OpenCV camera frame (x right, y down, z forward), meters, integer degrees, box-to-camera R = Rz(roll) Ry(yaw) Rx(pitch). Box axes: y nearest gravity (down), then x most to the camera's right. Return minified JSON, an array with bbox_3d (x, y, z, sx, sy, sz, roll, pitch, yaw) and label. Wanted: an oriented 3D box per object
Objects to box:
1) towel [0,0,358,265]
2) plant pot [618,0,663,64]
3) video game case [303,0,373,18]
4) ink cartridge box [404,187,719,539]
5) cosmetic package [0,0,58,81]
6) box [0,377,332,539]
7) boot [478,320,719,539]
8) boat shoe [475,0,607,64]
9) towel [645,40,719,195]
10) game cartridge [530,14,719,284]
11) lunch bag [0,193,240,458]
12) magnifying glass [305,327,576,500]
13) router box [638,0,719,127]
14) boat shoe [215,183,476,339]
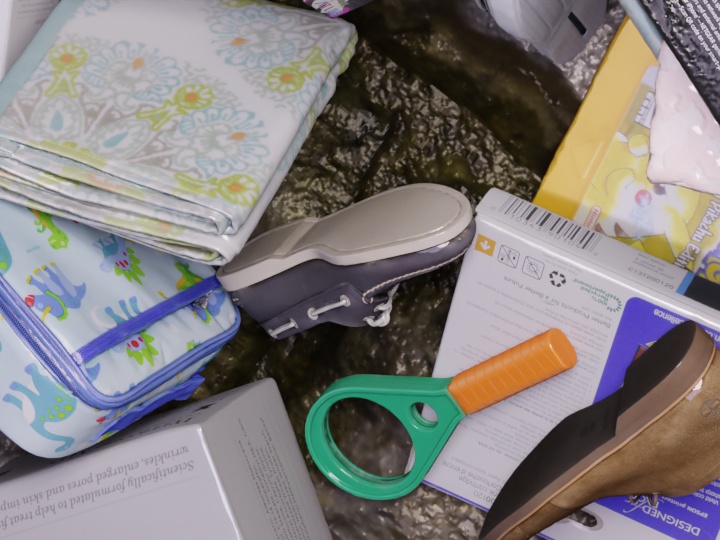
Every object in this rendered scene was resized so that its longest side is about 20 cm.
[{"bbox_3d":[-0.113,-0.096,1.155,0.170,0.200,0.048,18,138,10],"label":"towel"},{"bbox_3d":[0.233,-0.184,1.019,0.195,0.200,0.197,-33,89,19],"label":"plant pot"},{"bbox_3d":[0.037,-0.246,0.973,0.181,0.036,0.201,-21,67,24],"label":"video game case"},{"bbox_3d":[0.137,0.076,1.166,0.197,0.043,0.201,24,127,13],"label":"ink cartridge box"},{"bbox_3d":[-0.247,-0.151,1.240,0.101,0.071,0.201,12,104,14],"label":"cosmetic package"},{"bbox_3d":[-0.126,0.196,1.237,0.198,0.131,0.201,-18,95,19],"label":"box"},{"bbox_3d":[0.143,0.112,1.118,0.075,0.074,0.200,39,129,-12],"label":"boot"},{"bbox_3d":[0.081,-0.161,1.075,0.071,0.200,0.072,33,87,16],"label":"boat shoe"},{"bbox_3d":[0.232,-0.123,0.909,0.190,0.032,0.201,9,103,16],"label":"towel"},{"bbox_3d":[0.204,-0.029,1.147,0.199,0.032,0.177,29,107,11],"label":"game cartridge"},{"bbox_3d":[-0.165,0.017,1.178,0.082,0.200,0.161,-41,84,26],"label":"lunch bag"},{"bbox_3d":[0.045,0.080,1.182,0.200,0.022,0.080,-28,102,40],"label":"magnifying glass"},{"bbox_3d":[0.195,-0.139,0.863,0.149,0.051,0.200,-32,97,19],"label":"router box"},{"bbox_3d":[0.000,0.000,1.173,0.199,0.073,0.063,-12,116,45],"label":"boat shoe"}]
